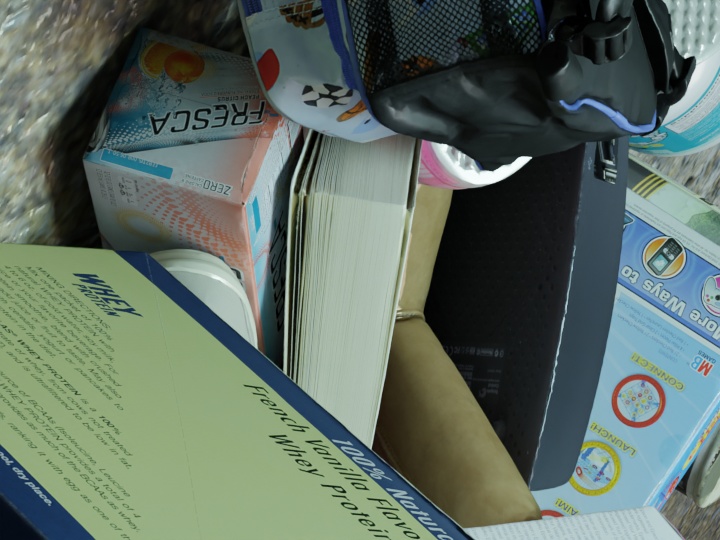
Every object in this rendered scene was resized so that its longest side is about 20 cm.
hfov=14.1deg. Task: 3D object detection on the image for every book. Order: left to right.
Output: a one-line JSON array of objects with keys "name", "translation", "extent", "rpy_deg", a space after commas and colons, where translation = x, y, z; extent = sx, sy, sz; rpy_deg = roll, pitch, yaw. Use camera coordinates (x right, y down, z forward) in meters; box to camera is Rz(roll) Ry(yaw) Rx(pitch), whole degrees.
[{"name": "book", "translation": [0.000, 0.000, 1.212], "extent": [0.134, 0.048, 0.201], "rpy_deg": [-77, 175, -47]}]

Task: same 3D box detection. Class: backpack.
[{"name": "backpack", "translation": [0.031, -0.137, 1.054], "extent": [0.200, 0.153, 0.191], "rpy_deg": [16, 67, -77]}]

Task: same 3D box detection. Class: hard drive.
[{"name": "hard drive", "translation": [0.072, 0.006, 1.410], "extent": [0.042, 0.135, 0.201], "rpy_deg": [13, 83, -33]}]

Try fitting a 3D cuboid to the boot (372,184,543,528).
[{"name": "boot", "translation": [0.036, 0.049, 1.351], "extent": [0.066, 0.200, 0.176], "rpy_deg": [-7, 138, -25]}]

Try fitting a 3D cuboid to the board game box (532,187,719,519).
[{"name": "board game box", "translation": [0.086, 0.044, 1.490], "extent": [0.196, 0.200, 0.056], "rpy_deg": [-55, 165, -6]}]

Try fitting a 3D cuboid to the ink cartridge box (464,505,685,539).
[{"name": "ink cartridge box", "translation": [0.072, 0.186, 1.327], "extent": [0.199, 0.043, 0.197], "rpy_deg": [-4, 137, -23]}]

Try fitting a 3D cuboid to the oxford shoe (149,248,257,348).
[{"name": "oxford shoe", "translation": [-0.058, 0.076, 1.157], "extent": [0.200, 0.075, 0.058], "rpy_deg": [76, 7, -47]}]

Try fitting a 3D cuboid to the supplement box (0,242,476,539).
[{"name": "supplement box", "translation": [-0.105, 0.096, 0.959], "extent": [0.199, 0.200, 0.135], "rpy_deg": [3, 120, -52]}]

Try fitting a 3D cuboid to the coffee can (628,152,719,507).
[{"name": "coffee can", "translation": [0.144, 0.016, 1.603], "extent": [0.146, 0.200, 0.147], "rpy_deg": [-50, 162, -23]}]

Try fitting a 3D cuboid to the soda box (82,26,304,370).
[{"name": "soda box", "translation": [-0.061, -0.014, 1.172], "extent": [0.200, 0.068, 0.064], "rpy_deg": [87, 22, -63]}]

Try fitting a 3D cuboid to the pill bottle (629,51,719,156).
[{"name": "pill bottle", "translation": [0.143, -0.121, 1.507], "extent": [0.111, 0.111, 0.200], "rpy_deg": [-59, 163, 6]}]

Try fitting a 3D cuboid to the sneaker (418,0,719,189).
[{"name": "sneaker", "translation": [0.085, -0.101, 1.316], "extent": [0.200, 0.076, 0.105], "rpy_deg": [-35, -169, -22]}]
